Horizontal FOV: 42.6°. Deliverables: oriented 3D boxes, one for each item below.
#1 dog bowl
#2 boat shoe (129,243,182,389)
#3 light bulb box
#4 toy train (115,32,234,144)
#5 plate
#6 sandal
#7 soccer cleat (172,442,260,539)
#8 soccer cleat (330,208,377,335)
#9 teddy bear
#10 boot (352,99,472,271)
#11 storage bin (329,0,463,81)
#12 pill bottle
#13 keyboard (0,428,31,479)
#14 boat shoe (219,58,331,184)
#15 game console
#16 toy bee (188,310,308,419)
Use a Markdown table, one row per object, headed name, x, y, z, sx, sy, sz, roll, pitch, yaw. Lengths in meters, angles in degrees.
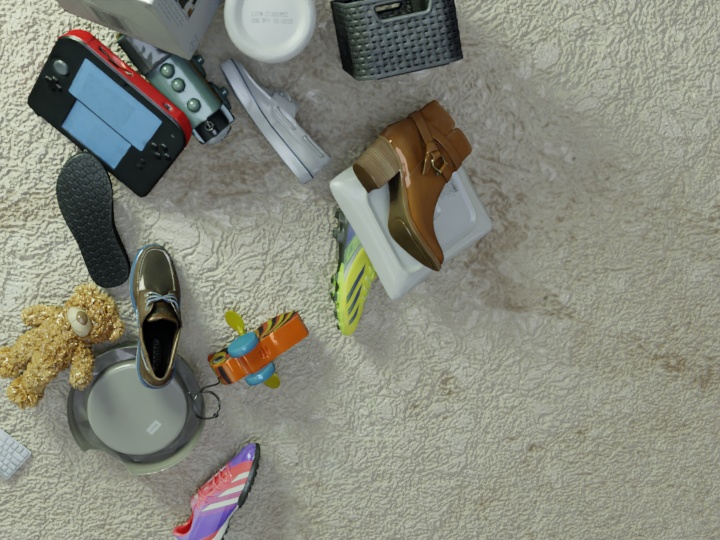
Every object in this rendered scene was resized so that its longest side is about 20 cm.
| name | x | y | z | sx | sy | sz | roll | pitch | yaw |
| --- | --- | --- | --- | --- | --- | --- | --- | --- | --- |
| dog bowl | -0.324 | 0.195 | 1.349 | 0.197 | 0.059 | 0.203 | -2 | 108 | -7 |
| boat shoe | -0.275 | 0.060 | 1.276 | 0.071 | 0.072 | 0.203 | -3 | 83 | -24 |
| light bulb box | -0.252 | -0.389 | 1.077 | 0.196 | 0.125 | 0.202 | 24 | 79 | 16 |
| toy train | -0.238 | -0.248 | 1.197 | 0.085 | 0.114 | 0.201 | -34 | 108 | 4 |
| plate | 0.082 | -0.090 | 1.303 | 0.199 | 0.032 | 0.201 | -35 | 109 | -17 |
| sandal | -0.368 | -0.071 | 1.273 | 0.074 | 0.048 | 0.203 | -9 | 120 | -7 |
| soccer cleat | -0.216 | 0.343 | 1.408 | 0.072 | 0.068 | 0.202 | 26 | 104 | -10 |
| soccer cleat | 0.000 | 0.000 | 1.333 | 0.082 | 0.065 | 0.203 | 1 | 106 | -11 |
| teddy bear | -0.426 | 0.104 | 1.282 | 0.198 | 0.067 | 0.147 | -21 | 66 | 14 |
| boot | 0.097 | -0.115 | 1.251 | 0.154 | 0.073 | 0.201 | -41 | 113 | -19 |
| storage bin | 0.042 | -0.307 | 1.173 | 0.133 | 0.200 | 0.095 | -13 | 108 | -4 |
| pill bottle | -0.115 | -0.320 | 1.146 | 0.107 | 0.200 | 0.110 | -2 | 107 | -7 |
| keyboard | -0.576 | 0.226 | 1.348 | 0.056 | 0.011 | 0.200 | -44 | 108 | 6 |
| boat shoe | -0.113 | -0.212 | 1.255 | 0.065 | 0.074 | 0.201 | -37 | 118 | -1 |
| game console | -0.324 | -0.197 | 1.189 | 0.199 | 0.031 | 0.177 | 40 | 135 | -12 |
| toy bee | -0.177 | 0.121 | 1.337 | 0.198 | 0.108 | 0.133 | -15 | 102 | -29 |
